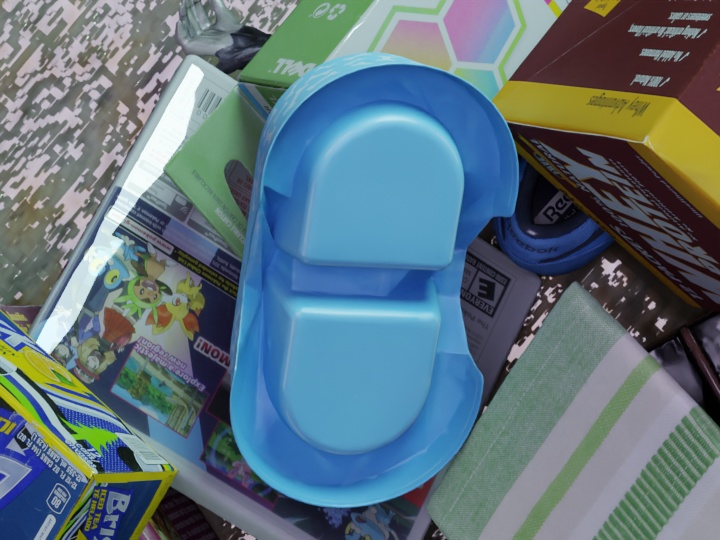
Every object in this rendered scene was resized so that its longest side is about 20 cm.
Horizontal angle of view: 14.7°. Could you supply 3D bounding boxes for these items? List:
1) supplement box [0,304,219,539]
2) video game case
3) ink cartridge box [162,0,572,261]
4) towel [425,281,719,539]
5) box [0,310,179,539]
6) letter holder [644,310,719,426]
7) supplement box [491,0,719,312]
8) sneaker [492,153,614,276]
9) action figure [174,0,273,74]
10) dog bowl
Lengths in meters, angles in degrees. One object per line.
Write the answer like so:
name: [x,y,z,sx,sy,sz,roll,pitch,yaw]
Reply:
supplement box: [-0.138,0.122,1.286,0.103,0.131,0.200,-35,85,6]
video game case: [-0.035,0.026,1.262,0.200,0.023,0.183,33,62,-10]
ink cartridge box: [0.017,-0.081,1.236,0.200,0.059,0.104,-51,121,-17]
towel: [0.125,0.124,1.174,0.200,0.023,0.153,46,130,18]
box: [-0.173,0.052,1.174,0.200,0.064,0.070,40,107,27]
letter holder: [0.191,0.113,1.242,0.100,0.142,0.201,-29,86,6]
supplement box: [0.186,-0.093,1.158,0.133,0.197,0.200,40,84,-16]
sneaker: [0.130,-0.084,1.278,0.066,0.078,0.200,34,84,8]
action figure: [-0.028,-0.147,1.291,0.119,0.102,0.200,-52,125,-22]
dog bowl: [0.000,0.000,1.187,0.111,0.050,0.201,2,112,-16]
